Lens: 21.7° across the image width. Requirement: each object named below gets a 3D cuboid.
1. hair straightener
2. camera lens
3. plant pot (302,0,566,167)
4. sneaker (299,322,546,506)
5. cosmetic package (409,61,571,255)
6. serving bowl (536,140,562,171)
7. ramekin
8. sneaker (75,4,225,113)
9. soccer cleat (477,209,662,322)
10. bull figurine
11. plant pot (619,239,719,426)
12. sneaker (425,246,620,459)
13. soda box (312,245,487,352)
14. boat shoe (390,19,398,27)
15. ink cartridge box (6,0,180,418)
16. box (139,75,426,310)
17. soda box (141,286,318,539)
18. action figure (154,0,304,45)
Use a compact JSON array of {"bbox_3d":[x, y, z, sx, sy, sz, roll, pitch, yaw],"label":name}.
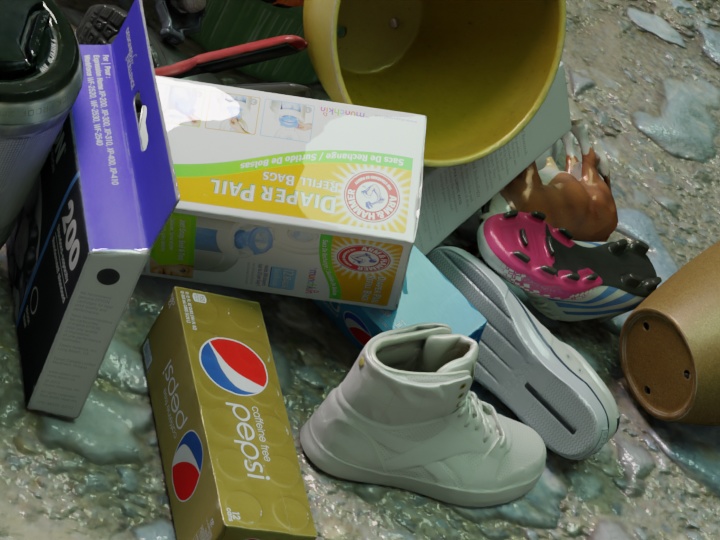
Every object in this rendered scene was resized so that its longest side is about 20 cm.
[{"bbox_3d":[-0.131,-0.118,1.377,0.041,0.198,0.078,23,58,-78],"label":"hair straightener"},{"bbox_3d":[-0.276,-0.093,1.181,0.159,0.201,0.161,21,38,-17],"label":"camera lens"},{"bbox_3d":[0.035,-0.189,1.412,0.198,0.202,0.142,9,8,-30],"label":"plant pot"},{"bbox_3d":[0.069,0.099,1.305,0.198,0.116,0.074,9,40,-33],"label":"sneaker"},{"bbox_3d":[0.067,-0.101,1.483,0.101,0.074,0.200,24,53,36],"label":"cosmetic package"},{"bbox_3d":[0.103,-0.164,1.676,0.199,0.066,0.201,22,37,-18],"label":"serving bowl"},{"bbox_3d":[-0.075,-0.252,1.609,0.198,0.098,0.201,21,38,-17],"label":"ramekin"},{"bbox_3d":[-0.141,-0.131,1.454,0.200,0.076,0.091,45,23,12],"label":"sneaker"},{"bbox_3d":[0.154,0.008,1.494,0.199,0.086,0.070,12,50,-40],"label":"soccer cleat"},{"bbox_3d":[0.148,-0.064,1.579,0.199,0.065,0.123,-3,86,-50],"label":"bull figurine"},{"bbox_3d":[0.314,0.050,1.519,0.199,0.187,0.187,-14,56,-31],"label":"plant pot"},{"bbox_3d":[0.119,0.064,1.436,0.200,0.073,0.071,51,20,16],"label":"sneaker"},{"bbox_3d":[0.000,0.000,1.388,0.068,0.064,0.200,-37,73,-22],"label":"soda box"},{"bbox_3d":[0.060,-0.195,1.564,0.067,0.202,0.072,1,26,-37],"label":"boat shoe"},{"bbox_3d":[-0.178,-0.045,1.203,0.043,0.201,0.199,10,41,-26],"label":"ink cartridge box"},{"bbox_3d":[-0.059,-0.052,1.310,0.198,0.113,0.102,8,63,-3],"label":"box"},{"bbox_3d":[-0.088,0.108,1.214,0.067,0.064,0.201,11,42,-28],"label":"soda box"},{"bbox_3d":[-0.103,-0.281,1.454,0.192,0.104,0.202,0,73,-35],"label":"action figure"}]
